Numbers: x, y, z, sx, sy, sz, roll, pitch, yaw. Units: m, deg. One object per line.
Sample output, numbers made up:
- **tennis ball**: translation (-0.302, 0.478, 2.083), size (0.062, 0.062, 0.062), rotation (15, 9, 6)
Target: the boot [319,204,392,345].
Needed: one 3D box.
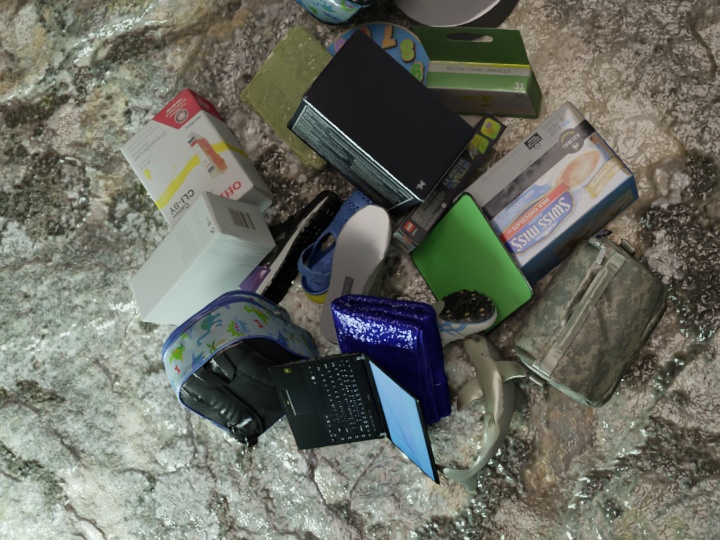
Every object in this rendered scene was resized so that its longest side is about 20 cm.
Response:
- **boot**: translation (0.000, 0.000, 1.396), size (0.073, 0.096, 0.202), rotation (24, 105, 11)

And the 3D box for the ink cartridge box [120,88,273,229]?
- **ink cartridge box**: translation (-0.246, -0.147, 1.524), size (0.145, 0.083, 0.201), rotation (-39, 72, 9)

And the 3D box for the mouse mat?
- **mouse mat**: translation (0.141, 0.003, 1.325), size (0.007, 0.200, 0.162), rotation (-26, 78, -30)

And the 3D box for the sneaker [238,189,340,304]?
- **sneaker**: translation (-0.115, -0.047, 1.472), size (0.087, 0.076, 0.201), rotation (40, 96, 25)

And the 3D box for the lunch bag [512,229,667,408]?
- **lunch bag**: translation (0.287, 0.061, 1.265), size (0.139, 0.168, 0.201), rotation (34, 93, 20)

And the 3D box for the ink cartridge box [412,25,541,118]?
- **ink cartridge box**: translation (0.155, -0.259, 1.341), size (0.144, 0.200, 0.049), rotation (7, 81, 19)

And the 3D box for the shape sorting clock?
- **shape sorting clock**: translation (0.013, -0.270, 1.478), size (0.197, 0.039, 0.203), rotation (-3, 81, 18)

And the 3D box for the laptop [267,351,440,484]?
- **laptop**: translation (-0.008, 0.203, 1.327), size (0.197, 0.179, 0.104), rotation (-9, 41, 7)

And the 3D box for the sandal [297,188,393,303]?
- **sandal**: translation (-0.023, -0.043, 1.432), size (0.079, 0.087, 0.201), rotation (34, 92, 22)

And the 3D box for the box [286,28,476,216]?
- **box**: translation (0.022, -0.185, 1.319), size (0.199, 0.198, 0.124), rotation (40, 83, -7)

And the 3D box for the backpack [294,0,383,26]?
- **backpack**: translation (-0.040, -0.428, 1.439), size (0.162, 0.200, 0.154), rotation (32, 107, -14)

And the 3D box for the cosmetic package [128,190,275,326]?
- **cosmetic package**: translation (-0.229, -0.010, 1.450), size (0.200, 0.112, 0.082), rotation (-43, 57, 25)

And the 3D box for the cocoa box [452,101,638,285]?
- **cocoa box**: translation (0.245, -0.093, 1.321), size (0.200, 0.133, 0.132), rotation (-40, 71, 9)

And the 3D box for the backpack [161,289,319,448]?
- **backpack**: translation (-0.172, 0.121, 1.397), size (0.182, 0.200, 0.148), rotation (-38, 52, 11)

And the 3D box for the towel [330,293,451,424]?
- **towel**: translation (0.040, 0.123, 1.337), size (0.146, 0.202, 0.050), rotation (5, 42, 19)

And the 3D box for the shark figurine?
- **shark figurine**: translation (0.181, 0.188, 1.320), size (0.127, 0.089, 0.217), rotation (2, 84, 47)

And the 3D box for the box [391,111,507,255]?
- **box**: translation (0.114, -0.114, 1.359), size (0.035, 0.110, 0.201), rotation (37, 82, -2)

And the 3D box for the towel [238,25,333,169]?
- **towel**: translation (-0.079, -0.255, 1.480), size (0.149, 0.036, 0.200), rotation (-50, 63, 10)

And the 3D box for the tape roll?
- **tape roll**: translation (0.137, -0.434, 1.446), size (0.198, 0.066, 0.203), rotation (-3, 82, 19)

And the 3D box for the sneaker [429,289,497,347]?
- **sneaker**: translation (0.111, 0.075, 1.345), size (0.199, 0.072, 0.073), rotation (-12, 113, 51)
